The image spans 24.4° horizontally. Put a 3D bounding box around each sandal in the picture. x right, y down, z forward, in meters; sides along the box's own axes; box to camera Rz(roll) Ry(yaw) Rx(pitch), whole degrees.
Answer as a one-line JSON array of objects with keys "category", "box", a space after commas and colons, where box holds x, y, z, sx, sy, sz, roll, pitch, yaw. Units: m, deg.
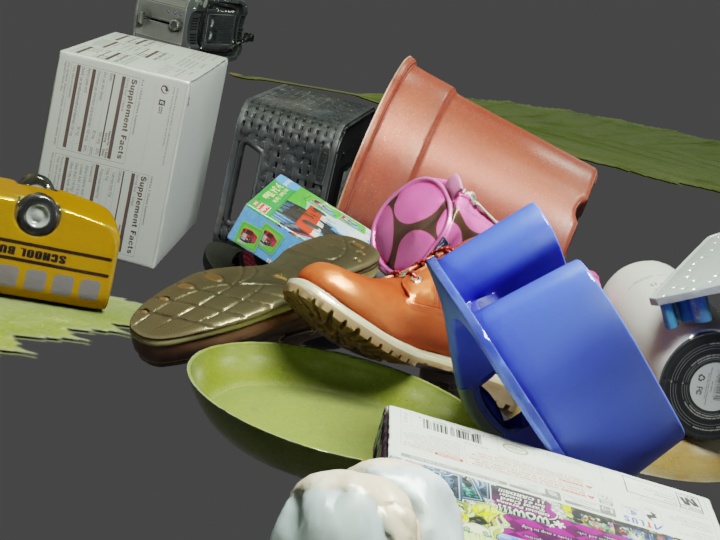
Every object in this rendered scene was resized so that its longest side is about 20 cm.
[{"category": "sandal", "box": [-0.063, 0.007, 1.317, 0.074, 0.046, 0.200, 6, 15, -30]}]

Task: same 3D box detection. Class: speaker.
[{"category": "speaker", "box": [0.235, 0.054, 1.239, 0.080, 0.082, 0.200, 12, 13, -8]}]

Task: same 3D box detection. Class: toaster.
[{"category": "toaster", "box": [-0.265, -0.388, 2.601, 0.128, 0.115, 0.199, 17, 15, 25]}]

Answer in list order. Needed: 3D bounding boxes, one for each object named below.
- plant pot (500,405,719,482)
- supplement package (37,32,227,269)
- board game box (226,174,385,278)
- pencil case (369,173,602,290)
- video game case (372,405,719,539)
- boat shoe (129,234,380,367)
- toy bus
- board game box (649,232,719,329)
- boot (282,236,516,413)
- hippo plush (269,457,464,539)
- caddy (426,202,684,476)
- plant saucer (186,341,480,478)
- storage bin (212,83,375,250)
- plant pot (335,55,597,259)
[{"category": "plant pot", "box": [0.194, 0.103, 1.230, 0.197, 0.028, 0.200, 13, 13, -3]}, {"category": "supplement package", "box": [-0.192, -0.107, 1.412, 0.109, 0.158, 0.200, 13, 13, 2]}, {"category": "board game box", "box": [0.000, 0.000, 1.320, 0.199, 0.037, 0.151, 33, 14, -1]}, {"category": "pencil case", "box": [0.104, 0.001, 1.271, 0.199, 0.094, 0.091, 28, 19, -40]}, {"category": "video game case", "box": [0.101, 0.147, 0.872, 0.198, 0.036, 0.182, 16, 19, -5]}, {"category": "boat shoe", "box": [-0.069, 0.035, 1.160, 0.199, 0.068, 0.072, -18, 33, -35]}, {"category": "toy bus", "box": [-0.273, -0.031, 1.186, 0.198, 0.079, 0.065, 10, 14, -16]}, {"category": "board game box", "box": [0.322, -0.012, 1.172, 0.198, 0.026, 0.200, -13, 8, 27]}, {"category": "boot", "box": [0.039, 0.018, 1.145, 0.199, 0.108, 0.075, 23, -6, -32]}, {"category": "hippo plush", "box": [0.038, 0.159, 0.544, 0.159, 0.161, 0.200, 17, 13, 15]}, {"category": "caddy", "box": [0.109, 0.060, 1.012, 0.201, 0.104, 0.142, 55, 3, -38]}, {"category": "plant saucer", "box": [-0.015, 0.094, 1.042, 0.197, 0.031, 0.200, 14, 14, -3]}, {"category": "storage bin", "box": [-0.056, -0.085, 1.502, 0.093, 0.137, 0.200, 15, 13, 6]}, {"category": "plant pot", "box": [0.094, -0.058, 1.467, 0.193, 0.203, 0.201, 23, 14, 5]}]
